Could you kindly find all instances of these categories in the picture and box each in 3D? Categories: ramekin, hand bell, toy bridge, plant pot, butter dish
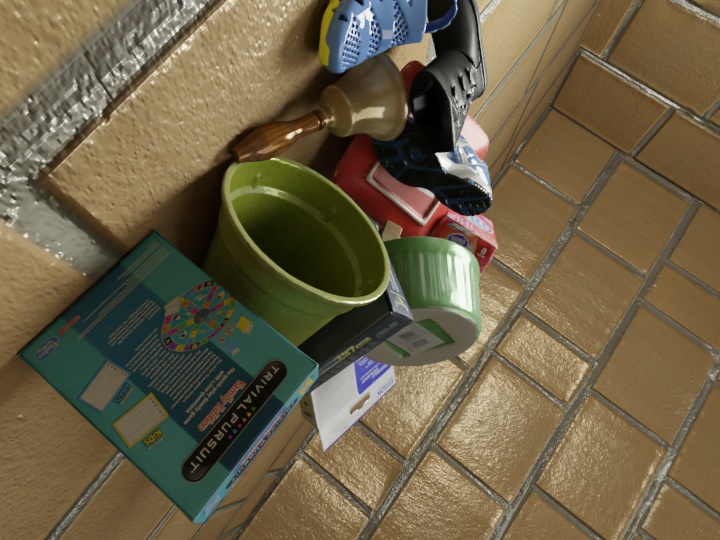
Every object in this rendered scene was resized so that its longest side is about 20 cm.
[{"bbox_3d":[0.072,0.053,0.737,0.201,0.196,0.099,109,-18,-55],"label":"ramekin"},{"bbox_3d":[-0.052,-0.158,0.570,0.198,0.104,0.105,-32,158,-31],"label":"hand bell"},{"bbox_3d":[0.000,0.000,0.813,0.200,0.027,0.068,-44,-158,56],"label":"toy bridge"},{"bbox_3d":[-0.099,0.011,0.591,0.185,0.201,0.200,-48,173,31],"label":"plant pot"},{"bbox_3d":[0.054,-0.173,0.791,0.198,0.148,0.202,32,94,-35],"label":"butter dish"}]

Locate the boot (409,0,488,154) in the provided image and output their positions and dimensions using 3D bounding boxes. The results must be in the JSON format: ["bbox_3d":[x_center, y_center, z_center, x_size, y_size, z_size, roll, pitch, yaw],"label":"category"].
[{"bbox_3d":[0.095,-0.252,0.641,0.065,0.167,0.201,-10,-150,36],"label":"boot"}]

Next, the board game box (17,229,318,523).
[{"bbox_3d":[-0.158,0.084,0.462,0.151,0.199,0.047,-48,168,-23],"label":"board game box"}]

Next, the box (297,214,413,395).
[{"bbox_3d":[-0.044,0.045,0.677,0.199,0.160,0.051,-37,144,24],"label":"box"}]

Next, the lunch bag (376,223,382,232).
[{"bbox_3d":[0.044,-0.082,1.048,0.200,0.117,0.165,-46,164,-16],"label":"lunch bag"}]

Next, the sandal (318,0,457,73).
[{"bbox_3d":[0.034,-0.265,0.552,0.200,0.087,0.080,-48,169,-25],"label":"sandal"}]

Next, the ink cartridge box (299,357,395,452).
[{"bbox_3d":[-0.022,0.150,0.865,0.197,0.046,0.204,-33,128,-41],"label":"ink cartridge box"}]

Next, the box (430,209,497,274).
[{"bbox_3d":[0.160,-0.044,0.890,0.101,0.094,0.200,-59,179,19],"label":"box"}]

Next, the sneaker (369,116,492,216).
[{"bbox_3d":[0.092,-0.150,0.700,0.075,0.198,0.078,-29,-143,46],"label":"sneaker"}]
